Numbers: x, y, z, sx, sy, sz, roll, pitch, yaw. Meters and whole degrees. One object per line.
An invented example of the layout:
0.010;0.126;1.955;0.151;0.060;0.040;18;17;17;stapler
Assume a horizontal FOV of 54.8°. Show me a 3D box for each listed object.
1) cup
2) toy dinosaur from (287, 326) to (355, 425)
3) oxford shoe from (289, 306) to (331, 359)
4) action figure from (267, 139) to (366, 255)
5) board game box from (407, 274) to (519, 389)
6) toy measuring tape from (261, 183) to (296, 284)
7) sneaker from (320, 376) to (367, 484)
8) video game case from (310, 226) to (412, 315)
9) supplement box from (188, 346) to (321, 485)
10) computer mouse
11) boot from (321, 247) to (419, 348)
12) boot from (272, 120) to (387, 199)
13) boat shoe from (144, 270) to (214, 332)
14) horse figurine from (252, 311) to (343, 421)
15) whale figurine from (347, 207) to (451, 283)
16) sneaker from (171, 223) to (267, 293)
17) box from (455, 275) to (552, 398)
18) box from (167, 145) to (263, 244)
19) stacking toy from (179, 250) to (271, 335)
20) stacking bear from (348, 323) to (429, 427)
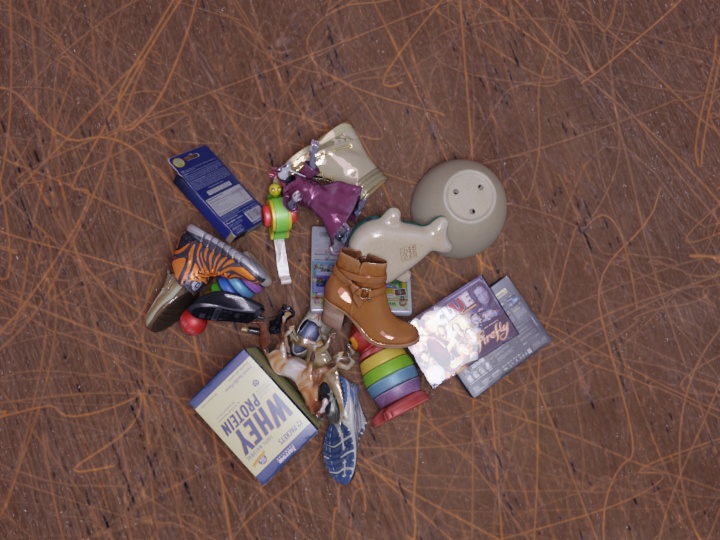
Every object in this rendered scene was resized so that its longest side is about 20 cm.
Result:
0.202;-0.131;1.363;0.197;0.143;0.203;0;86;-1;cup
-0.057;0.181;1.320;0.101;0.058;0.201;-35;84;12;toy dinosaur
-0.073;0.088;1.373;0.070;0.074;0.202;28;85;2;oxford shoe
-0.088;-0.147;1.343;0.198;0.149;0.135;29;65;11;action figure
0.187;0.119;1.348;0.199;0.035;0.136;-33;84;-1;board game box
-0.156;-0.072;1.373;0.072;0.074;0.203;-7;94;-2;toy measuring tape
-0.021;0.307;1.345;0.076;0.085;0.203;-12;72;36;sneaker
0.000;0.000;1.374;0.197;0.022;0.184;2;65;-5;video game case
-0.186;0.261;1.294;0.134;0.200;0.200;-43;88;-5;supplement box
-0.231;0.080;1.338;0.197;0.141;0.047;5;65;-14;computer mouse
0.031;0.051;1.270;0.197;0.074;0.156;15;115;-3;boot
-0.061;-0.183;1.400;0.199;0.073;0.156;-35;88;-6;boot
-0.361;0.031;1.383;0.076;0.072;0.200;40;81;22;boat shoe
-0.118;0.165;1.280;0.199;0.050;0.134;32;115;17;horse figurine
0.071;-0.056;1.323;0.197;0.104;0.161;-16;121;-2;whale figurine
-0.272;0.003;1.306;0.199;0.078;0.113;28;87;25;sneaker
0.256;0.132;1.389;0.199;0.051;0.158;-36;87;-3;box
-0.283;-0.153;1.372;0.200;0.121;0.032;49;127;2;box
-0.273;0.056;1.375;0.200;0.085;0.086;-41;87;2;stacking toy
0.042;0.183;1.355;0.113;0.122;0.202;-21;76;-23;stacking bear
